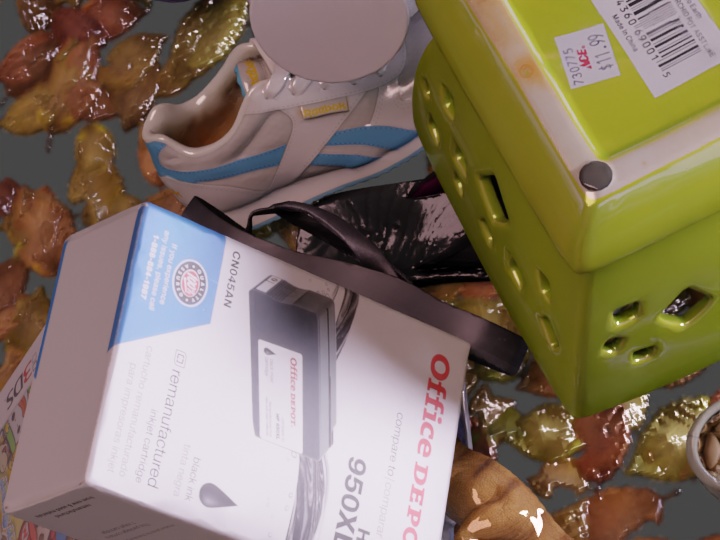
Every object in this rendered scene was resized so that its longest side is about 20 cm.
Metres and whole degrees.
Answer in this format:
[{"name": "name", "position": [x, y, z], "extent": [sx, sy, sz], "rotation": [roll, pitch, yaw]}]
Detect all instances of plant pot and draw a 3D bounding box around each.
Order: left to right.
[{"name": "plant pot", "position": [0.143, -0.078, 1.317], "extent": [0.198, 0.182, 0.200], "rotation": [-26, 65, -5]}]

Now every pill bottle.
[{"name": "pill bottle", "position": [-0.012, -0.191, 1.437], "extent": [0.112, 0.112, 0.200], "rotation": [-17, 38, 18]}]

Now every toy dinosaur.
[{"name": "toy dinosaur", "position": [0.073, 0.131, 1.362], "extent": [0.200, 0.060, 0.106], "rotation": [36, 82, 19]}]

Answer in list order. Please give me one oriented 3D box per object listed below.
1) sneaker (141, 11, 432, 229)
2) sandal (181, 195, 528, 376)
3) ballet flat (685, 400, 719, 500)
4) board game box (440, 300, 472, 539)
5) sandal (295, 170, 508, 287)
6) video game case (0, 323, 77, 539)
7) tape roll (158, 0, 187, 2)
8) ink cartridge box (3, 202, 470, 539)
[{"name": "sneaker", "position": [-0.022, -0.093, 1.468], "extent": [0.200, 0.081, 0.077], "rotation": [-30, 42, 12]}, {"name": "sandal", "position": [0.001, 0.000, 1.421], "extent": [0.199, 0.076, 0.043], "rotation": [22, 87, 17]}, {"name": "ballet flat", "position": [0.253, 0.098, 1.313], "extent": [0.199, 0.064, 0.068], "rotation": [5, 77, 24]}, {"name": "board game box", "position": [-0.035, 0.127, 1.451], "extent": [0.199, 0.026, 0.201], "rotation": [-12, 71, 20]}, {"name": "sandal", "position": [0.054, -0.029, 1.443], "extent": [0.200, 0.048, 0.076], "rotation": [-16, 69, 20]}, {"name": "video game case", "position": [-0.160, 0.115, 1.423], "extent": [0.182, 0.023, 0.201], "rotation": [-52, 34, 42]}, {"name": "tape roll", "position": [-0.128, -0.252, 1.501], "extent": [0.085, 0.200, 0.201], "rotation": [10, 80, 25]}, {"name": "ink cartridge box", "position": [-0.055, 0.074, 1.308], "extent": [0.084, 0.199, 0.145], "rotation": [-21, 52, 52]}]
